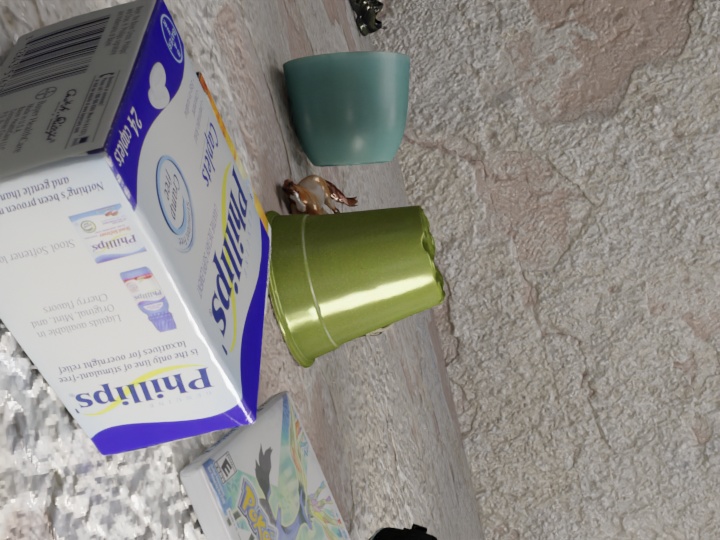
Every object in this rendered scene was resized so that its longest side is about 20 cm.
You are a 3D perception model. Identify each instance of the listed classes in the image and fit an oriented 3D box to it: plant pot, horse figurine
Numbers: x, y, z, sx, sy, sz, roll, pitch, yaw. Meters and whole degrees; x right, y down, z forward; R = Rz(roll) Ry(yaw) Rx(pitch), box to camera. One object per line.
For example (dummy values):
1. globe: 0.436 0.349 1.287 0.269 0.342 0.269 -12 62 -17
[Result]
1. plant pot: 0.000 0.000 1.092 0.200 0.189 0.201 -15 90 -82
2. plant pot: -0.018 -0.246 1.389 0.201 0.200 0.162 -35 122 -81
3. horse figurine: -0.060 -0.089 1.269 0.133 0.050 0.200 57 22 -13

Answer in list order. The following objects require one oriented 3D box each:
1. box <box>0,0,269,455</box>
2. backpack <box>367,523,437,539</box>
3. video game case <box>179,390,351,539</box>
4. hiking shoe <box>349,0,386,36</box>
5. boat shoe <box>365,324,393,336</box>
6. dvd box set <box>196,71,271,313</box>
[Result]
1. box: -0.137 -0.027 0.535 0.184 0.104 0.200 -92 166 -50
2. backpack: 0.064 0.371 0.961 0.200 0.177 0.151 36 71 -76
3. video game case: -0.061 0.219 0.728 0.201 0.022 0.182 67 19 -3
4. hiking shoe: 0.021 -0.864 2.860 0.076 0.100 0.201 -92 166 -55
5. boat shoe: 0.011 0.077 1.462 0.200 0.062 0.072 33 46 -76
6. dvd box set: -0.135 -0.071 0.860 0.147 0.029 0.200 -93 166 -51
